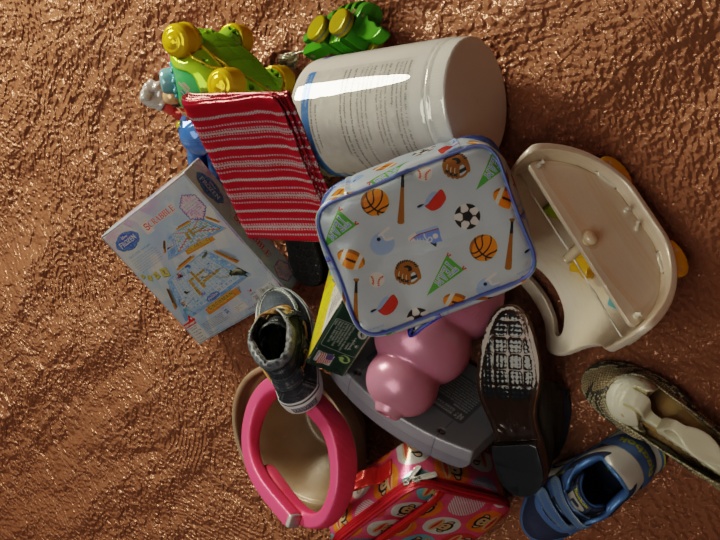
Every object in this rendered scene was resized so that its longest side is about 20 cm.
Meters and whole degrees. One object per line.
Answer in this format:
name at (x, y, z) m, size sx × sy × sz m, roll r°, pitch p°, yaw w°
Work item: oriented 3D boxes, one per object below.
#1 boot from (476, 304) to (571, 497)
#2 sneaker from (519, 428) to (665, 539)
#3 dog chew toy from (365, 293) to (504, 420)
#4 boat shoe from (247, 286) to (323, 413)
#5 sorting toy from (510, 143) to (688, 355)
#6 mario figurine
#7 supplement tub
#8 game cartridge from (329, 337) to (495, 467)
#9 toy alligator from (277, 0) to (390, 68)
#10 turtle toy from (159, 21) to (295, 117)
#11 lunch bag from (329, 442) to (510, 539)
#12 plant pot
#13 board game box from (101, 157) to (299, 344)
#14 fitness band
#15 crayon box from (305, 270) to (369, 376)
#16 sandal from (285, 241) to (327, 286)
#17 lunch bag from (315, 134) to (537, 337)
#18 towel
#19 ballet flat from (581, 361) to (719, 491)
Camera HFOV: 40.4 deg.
boot at (0.176, 0.128, 1.044) m, size 0.074 × 0.097 × 0.202 m, roll 0°, pitch 99°, yaw 31°
sneaker at (0.230, 0.237, 1.040) m, size 0.074 × 0.082 × 0.200 m, roll 48°, pitch 128°, yaw 12°
dog chew toy at (0.071, 0.063, 1.036) m, size 0.124 × 0.125 × 0.201 m, roll 19°, pitch 73°, yaw 31°
boat shoe at (-0.093, 0.065, 1.128) m, size 0.201 × 0.070 × 0.091 m, roll -113°, pitch -2°, yaw -50°
sorting toy at (0.208, -0.004, 0.976) m, size 0.201 × 0.106 × 0.180 m, roll 61°, pitch 145°, yaw 16°
mario figurine at (-0.216, -0.182, 1.226) m, size 0.122 × 0.106 × 0.202 m, roll -5°, pitch 113°, yaw 2°
supplement tub at (0.037, -0.168, 1.026) m, size 0.199 × 0.132 × 0.133 m, roll 1°, pitch 105°, yaw 38°
game cartridge at (0.068, 0.134, 1.097) m, size 0.199 × 0.133 × 0.041 m, roll 33°, pitch 129°, yaw 25°
toy alligator at (-0.029, -0.268, 1.099) m, size 0.199 × 0.059 × 0.055 m, roll 3°, pitch 71°, yaw 53°
turtle toy at (-0.148, -0.198, 1.117) m, size 0.200 × 0.145 × 0.101 m, roll 46°, pitch 118°, yaw 12°
lunch bag at (0.054, 0.267, 1.123) m, size 0.200 × 0.175 × 0.082 m, roll -46°, pitch 36°, yaw 38°
plant pot at (-0.060, 0.201, 1.242) m, size 0.200 × 0.092 × 0.203 m, roll 12°, pitch 110°, yaw 35°
board game box at (-0.210, -0.019, 1.275) m, size 0.199 × 0.041 × 0.200 m, roll -28°, pitch 109°, yaw 39°
fitness band at (-0.075, 0.206, 1.127) m, size 0.200 × 0.037 × 0.145 m, roll 38°, pitch 114°, yaw 47°
crayon box at (0.000, 0.000, 1.088) m, size 0.050 × 0.201 × 0.127 m, roll 21°, pitch 137°, yaw -9°
sandal at (-0.067, -0.077, 1.197) m, size 0.075 × 0.045 × 0.202 m, roll 18°, pitch 127°, yaw 37°
lunch bag at (0.060, -0.028, 0.928) m, size 0.199 × 0.076 × 0.161 m, roll -20°, pitch 105°, yaw 9°
towel at (-0.105, -0.109, 1.069) m, size 0.144 × 0.023 × 0.201 m, roll 5°, pitch 134°, yaw 33°
ballet flat at (0.302, 0.149, 0.960) m, size 0.199 × 0.075 × 0.068 m, roll 35°, pitch 94°, yaw 24°
